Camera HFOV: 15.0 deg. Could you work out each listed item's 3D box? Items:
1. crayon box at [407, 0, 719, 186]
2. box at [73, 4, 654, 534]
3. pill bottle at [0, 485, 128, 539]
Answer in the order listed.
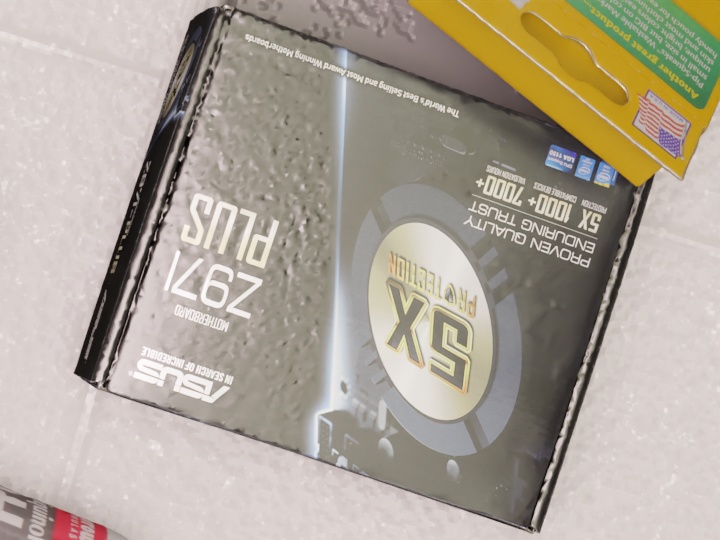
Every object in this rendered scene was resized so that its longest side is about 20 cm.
[{"bbox_3d":[0.101,-0.126,1.135,0.126,0.052,0.200,38,47,-10],"label":"crayon box"},{"bbox_3d":[0.000,0.000,1.149,0.199,0.086,0.165,20,87,-11],"label":"box"},{"bbox_3d":[-0.154,0.142,1.106,0.199,0.111,0.111,23,86,-11],"label":"pill bottle"}]
